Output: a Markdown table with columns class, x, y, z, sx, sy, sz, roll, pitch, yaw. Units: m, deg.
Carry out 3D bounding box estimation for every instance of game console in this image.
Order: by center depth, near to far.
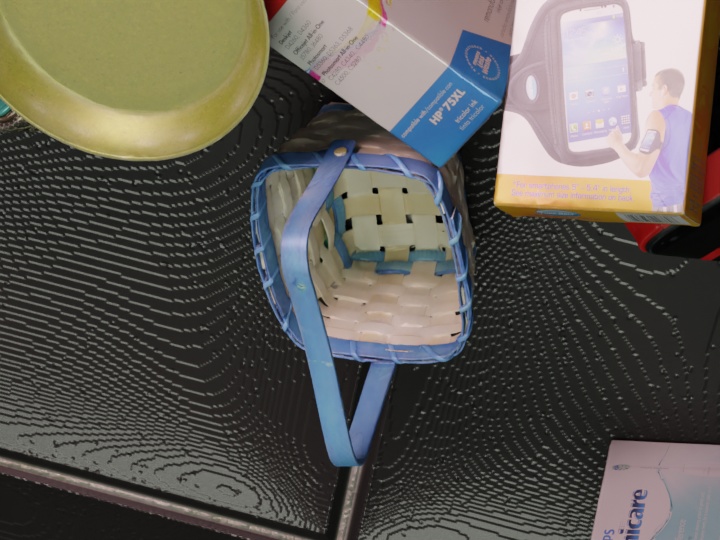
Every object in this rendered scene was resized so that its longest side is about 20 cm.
| class | x | y | z | sx | sy | sz | roll | pitch | yaw |
| --- | --- | --- | --- | --- | --- | --- | --- | --- | --- |
| game console | 0.272 | -0.062 | 1.676 | 0.200 | 0.176 | 0.031 | -32 | 70 | 32 |

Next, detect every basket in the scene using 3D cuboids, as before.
| class | x | y | z | sx | sy | sz | roll | pitch | yaw |
| --- | --- | --- | --- | --- | --- | --- | --- | --- | --- |
| basket | 0.000 | 0.000 | 1.741 | 0.138 | 0.200 | 0.177 | -1 | 124 | 14 |

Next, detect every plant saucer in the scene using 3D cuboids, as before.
| class | x | y | z | sx | sy | sz | roll | pitch | yaw |
| --- | --- | --- | --- | --- | --- | --- | --- | --- | --- |
| plant saucer | -0.144 | -0.156 | 1.633 | 0.199 | 0.031 | 0.201 | 9 | 128 | 12 |

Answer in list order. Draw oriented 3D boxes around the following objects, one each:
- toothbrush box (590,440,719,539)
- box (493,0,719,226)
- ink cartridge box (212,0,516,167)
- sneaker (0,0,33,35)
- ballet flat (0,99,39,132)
| class | x | y | z | sx | sy | sz | roll | pitch | yaw |
| --- | --- | --- | --- | --- | --- | --- | --- | --- | --- |
| toothbrush box | 0.255 | 0.192 | 1.854 | 0.199 | 0.147 | 0.086 | 2 | 126 | 12 |
| box | 0.148 | -0.130 | 1.632 | 0.118 | 0.041 | 0.201 | 3 | 84 | 23 |
| ink cartridge box | -0.002 | -0.168 | 1.674 | 0.200 | 0.116 | 0.067 | 35 | 127 | -13 |
| sneaker | -0.178 | -0.213 | 1.691 | 0.199 | 0.109 | 0.070 | -28 | 115 | 30 |
| ballet flat | -0.266 | -0.141 | 1.780 | 0.199 | 0.075 | 0.068 | 32 | 95 | 26 |
